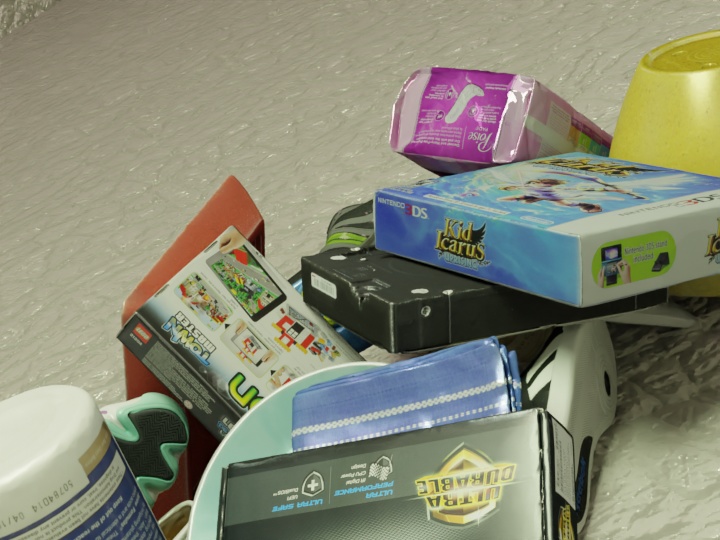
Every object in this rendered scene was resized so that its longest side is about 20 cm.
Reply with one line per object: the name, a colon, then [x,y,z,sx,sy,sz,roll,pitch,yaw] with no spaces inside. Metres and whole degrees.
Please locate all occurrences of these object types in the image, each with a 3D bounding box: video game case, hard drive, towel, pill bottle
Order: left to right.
pill bottle: [-0.156,0.174,0.855,0.110,0.201,0.111,-20,21,8]
towel: [0.024,0.141,0.849,0.144,0.024,0.202,-15,57,21]
hard drive: [0.078,0.007,0.991,0.198,0.038,0.139,-10,16,-25]
video game case: [0.137,-0.032,0.970,0.180,0.046,0.199,-11,16,-34]

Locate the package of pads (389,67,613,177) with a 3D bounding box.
package of pads: [0.124,-0.087,1.171,0.120,0.199,0.076,10,81,39]

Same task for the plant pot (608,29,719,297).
plant pot: [0.257,-0.087,1.089,0.198,0.143,0.200,-12,21,5]

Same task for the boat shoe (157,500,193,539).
boat shoe: [-0.166,0.214,0.953,0.199,0.070,0.071,-34,24,-26]

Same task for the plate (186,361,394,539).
plate: [-0.007,0.149,0.895,0.198,0.026,0.202,-11,59,18]

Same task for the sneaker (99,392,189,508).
sneaker: [-0.210,0.140,1.018,0.200,0.078,0.140,-41,26,-11]

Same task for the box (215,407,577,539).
box: [0.016,0.167,0.801,0.198,0.046,0.160,-12,59,26]

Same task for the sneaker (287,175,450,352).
sneaker: [0.000,-0.001,1.110,0.199,0.071,0.082,-40,26,-31]

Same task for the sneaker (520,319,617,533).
sneaker: [0.092,0.093,0.967,0.111,0.074,0.200,-11,26,25]

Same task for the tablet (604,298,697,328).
tablet: [0.148,0.001,1.126,0.129,0.014,0.200,5,16,-15]

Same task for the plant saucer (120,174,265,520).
plant saucer: [-0.110,0.063,1.111,0.036,0.202,0.200,9,31,14]

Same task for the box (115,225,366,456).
box: [-0.049,0.076,0.993,0.110,0.200,0.035,-44,0,-44]

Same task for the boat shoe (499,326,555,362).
boat shoe: [0.060,0.021,1.145,0.064,0.072,0.199,10,0,-37]
